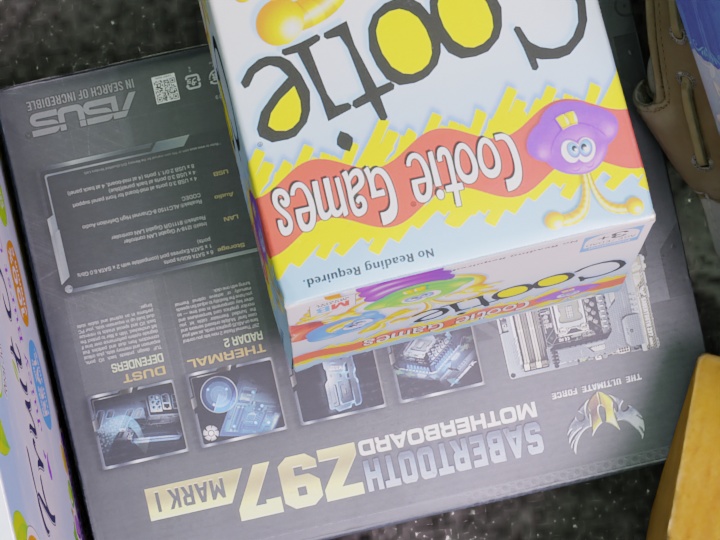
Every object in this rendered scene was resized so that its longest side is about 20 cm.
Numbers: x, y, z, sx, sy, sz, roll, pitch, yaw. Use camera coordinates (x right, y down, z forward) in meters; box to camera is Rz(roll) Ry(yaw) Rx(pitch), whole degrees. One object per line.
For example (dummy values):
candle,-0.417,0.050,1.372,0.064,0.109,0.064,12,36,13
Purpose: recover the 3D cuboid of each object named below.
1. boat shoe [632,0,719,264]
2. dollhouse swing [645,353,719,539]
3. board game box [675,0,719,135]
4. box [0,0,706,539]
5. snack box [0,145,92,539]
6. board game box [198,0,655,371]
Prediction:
boat shoe,0.119,-0.057,0.780,0.068,0.200,0.075,23,55,23
dollhouse swing,0.174,0.153,0.814,0.200,0.176,0.182,12,63,3
board game box,0.197,-0.043,0.708,0.200,0.043,0.199,-28,119,-10
box,0.000,0.000,0.827,0.200,0.051,0.158,-13,92,-2
snack box,-0.132,0.016,0.765,0.068,0.169,0.200,-14,91,0
board game box,0.005,-0.087,0.750,0.105,0.103,0.200,-14,79,-3
